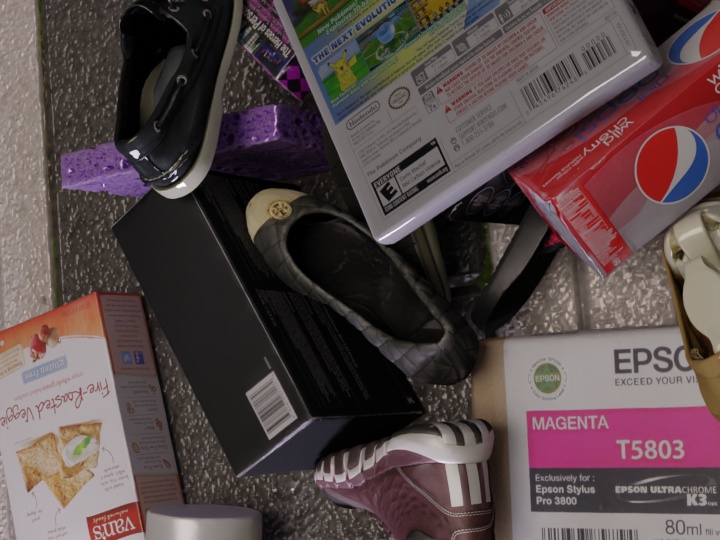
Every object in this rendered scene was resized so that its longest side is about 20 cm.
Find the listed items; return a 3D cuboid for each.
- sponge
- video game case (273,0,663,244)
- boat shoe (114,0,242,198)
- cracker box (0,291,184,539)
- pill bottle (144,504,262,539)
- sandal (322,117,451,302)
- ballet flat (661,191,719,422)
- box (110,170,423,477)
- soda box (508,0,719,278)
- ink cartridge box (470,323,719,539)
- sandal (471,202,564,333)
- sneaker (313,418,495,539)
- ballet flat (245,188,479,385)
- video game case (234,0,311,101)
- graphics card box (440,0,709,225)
[{"bbox_3d":[-0.105,-0.082,1.046,0.200,0.112,0.030,-8,82,33],"label":"sponge"},{"bbox_3d":[0.054,-0.142,0.853,0.200,0.022,0.182,-34,68,28],"label":"video game case"},{"bbox_3d":[-0.129,-0.148,0.956,0.074,0.066,0.200,-12,61,39],"label":"boat shoe"},{"bbox_3d":[-0.217,0.131,1.138,0.134,0.058,0.200,-21,76,31],"label":"cracker box"},{"bbox_3d":[-0.113,0.270,1.030,0.111,0.111,0.200,0,87,33],"label":"pill bottle"},{"bbox_3d":[0.027,-0.058,0.959,0.080,0.057,0.201,23,137,39],"label":"sandal"},{"bbox_3d":[0.199,0.002,0.798,0.069,0.063,0.200,-32,30,21],"label":"ballet flat"},{"bbox_3d":[-0.063,0.034,0.995,0.079,0.141,0.200,-40,67,26],"label":"box"},{"bbox_3d":[0.187,-0.089,0.834,0.200,0.063,0.070,-39,25,2],"label":"soda box"},{"bbox_3d":[0.170,0.116,0.879,0.200,0.075,0.165,-6,85,33],"label":"ink cartridge box"},{"bbox_3d":[0.137,-0.036,0.915,0.045,0.075,0.200,37,114,24],"label":"sandal"},{"bbox_3d":[0.028,0.166,0.922,0.200,0.076,0.116,141,122,-65],"label":"sneaker"},{"bbox_3d":[0.000,0.000,0.921,0.066,0.057,0.200,-44,59,-15],"label":"ballet flat"},{"bbox_3d":[-0.034,-0.234,0.998,0.181,0.036,0.200,-47,47,5],"label":"video game case"},{"bbox_3d":[0.124,-0.117,0.892,0.051,0.125,0.200,46,110,21],"label":"graphics card box"}]
